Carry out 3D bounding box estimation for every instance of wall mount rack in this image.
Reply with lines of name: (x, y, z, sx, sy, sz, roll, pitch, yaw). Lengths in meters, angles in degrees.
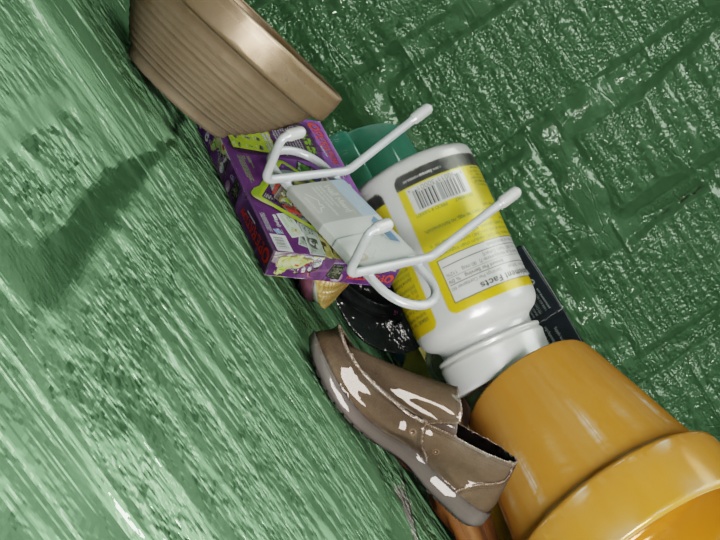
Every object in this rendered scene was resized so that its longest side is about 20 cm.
wall mount rack: (0.023, -0.064, 1.075, 0.173, 0.075, 0.200, -13, 51, -45)

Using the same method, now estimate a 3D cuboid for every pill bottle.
pill bottle: (0.083, 0.002, 1.166, 0.114, 0.113, 0.202, 33, 33, -79)

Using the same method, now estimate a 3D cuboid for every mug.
mug: (0.000, -0.066, 1.416, 0.184, 0.152, 0.115, -3, 58, -54)

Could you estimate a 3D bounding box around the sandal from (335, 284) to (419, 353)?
sandal: (-0.001, 0.000, 1.313, 0.201, 0.075, 0.048, 57, -7, -10)

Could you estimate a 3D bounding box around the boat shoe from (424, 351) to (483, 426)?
boat shoe: (0.135, 0.135, 1.319, 0.202, 0.071, 0.061, 54, 9, -12)

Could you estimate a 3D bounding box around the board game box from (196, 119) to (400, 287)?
board game box: (-0.055, -0.065, 1.115, 0.119, 0.032, 0.201, 3, 40, -29)

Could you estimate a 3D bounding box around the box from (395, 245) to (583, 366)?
box: (0.154, 0.093, 1.590, 0.107, 0.199, 0.149, 60, 5, 37)

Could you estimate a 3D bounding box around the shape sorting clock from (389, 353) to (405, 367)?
shape sorting clock: (0.078, 0.021, 1.482, 0.039, 0.200, 0.201, -4, 52, -41)

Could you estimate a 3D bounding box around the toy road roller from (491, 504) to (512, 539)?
toy road roller: (0.165, 0.266, 1.244, 0.123, 0.144, 0.202, -116, -151, -59)

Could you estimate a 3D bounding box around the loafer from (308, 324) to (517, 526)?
loafer: (0.042, 0.104, 1.009, 0.200, 0.071, 0.073, 44, 8, -17)

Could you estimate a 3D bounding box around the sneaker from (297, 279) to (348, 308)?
sneaker: (-0.042, -0.025, 1.199, 0.090, 0.075, 0.200, 35, 8, 4)

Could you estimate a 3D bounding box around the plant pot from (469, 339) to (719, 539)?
plant pot: (0.187, 0.166, 1.095, 0.184, 0.199, 0.200, 55, 3, 32)

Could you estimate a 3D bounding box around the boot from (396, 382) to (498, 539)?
boot: (0.097, 0.193, 1.138, 0.201, 0.068, 0.188, 59, 4, 14)

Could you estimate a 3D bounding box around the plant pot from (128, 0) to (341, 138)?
plant pot: (-0.115, -0.171, 1.055, 0.201, 0.093, 0.201, 42, 7, -6)

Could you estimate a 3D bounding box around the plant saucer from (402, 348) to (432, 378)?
plant saucer: (0.111, 0.196, 1.397, 0.201, 0.048, 0.200, 60, 5, 37)
